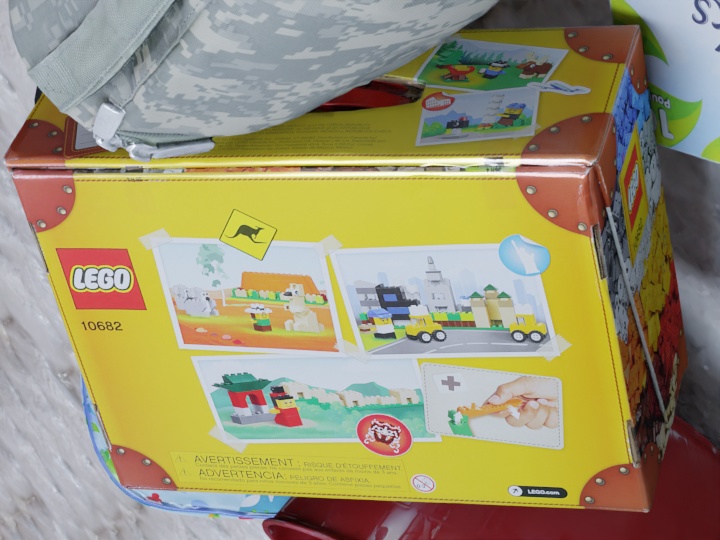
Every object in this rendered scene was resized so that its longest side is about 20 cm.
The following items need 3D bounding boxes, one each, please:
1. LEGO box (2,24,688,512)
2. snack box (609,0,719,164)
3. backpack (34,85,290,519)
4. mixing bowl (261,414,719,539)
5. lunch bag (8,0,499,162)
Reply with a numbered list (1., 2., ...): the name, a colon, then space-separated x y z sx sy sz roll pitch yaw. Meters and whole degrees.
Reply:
1. LEGO box: 0.000 0.000 0.795 0.199 0.077 0.149 1 129 19
2. snack box: 0.160 -0.087 0.693 0.200 0.053 0.143 22 137 43
3. backpack: -0.051 0.003 0.947 0.162 0.154 0.200 4 140 0
4. mixing bowl: 0.073 0.100 0.897 0.200 0.109 0.200 27 168 7
5. lunch bag: -0.012 -0.124 0.669 0.139 0.168 0.200 48 155 -5
